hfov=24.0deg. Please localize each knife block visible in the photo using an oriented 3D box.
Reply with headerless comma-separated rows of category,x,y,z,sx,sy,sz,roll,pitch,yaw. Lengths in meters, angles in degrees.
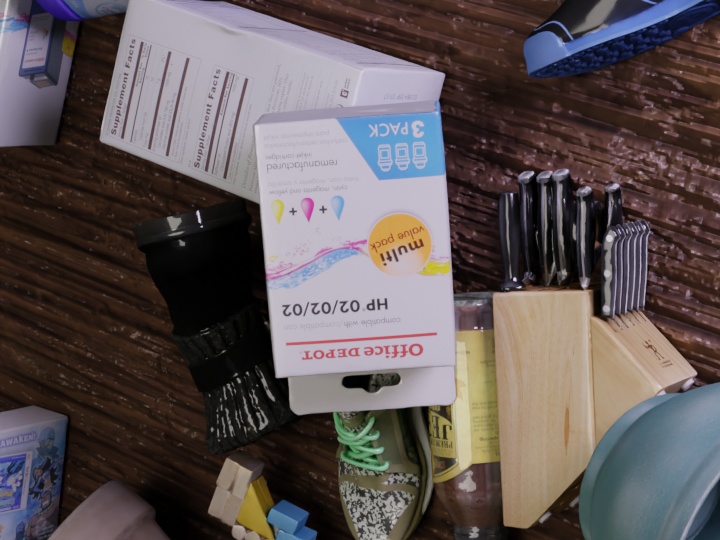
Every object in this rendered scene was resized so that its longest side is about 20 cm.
knife block,0.120,0.042,1.100,0.176,0.064,0.200,48,118,20

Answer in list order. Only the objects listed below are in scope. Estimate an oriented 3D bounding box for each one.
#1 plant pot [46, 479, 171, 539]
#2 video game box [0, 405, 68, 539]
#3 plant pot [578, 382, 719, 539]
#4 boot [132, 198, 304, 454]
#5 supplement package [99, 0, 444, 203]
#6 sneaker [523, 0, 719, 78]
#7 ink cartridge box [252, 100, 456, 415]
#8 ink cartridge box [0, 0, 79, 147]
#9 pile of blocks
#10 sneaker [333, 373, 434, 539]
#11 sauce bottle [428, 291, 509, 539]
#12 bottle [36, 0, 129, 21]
plant pot,-0.174,0.285,1.255,0.173,0.200,0.200,36,114,5
video game box,-0.317,0.209,1.313,0.047,0.200,0.183,16,103,31
plant pot,0.213,0.148,0.993,0.134,0.200,0.201,29,112,55
boot,-0.094,0.042,1.175,0.079,0.211,0.158,-17,80,-4
supplement package,-0.063,-0.113,1.169,0.200,0.114,0.110,22,105,29
sneaker,0.182,-0.187,1.038,0.200,0.070,0.078,-24,78,25
ink cartridge box,0.000,0.000,1.056,0.115,0.068,0.200,-4,102,3
ink cartridge box,-0.298,-0.210,1.324,0.145,0.087,0.200,21,104,29
pile of blocks,-0.046,0.221,1.230,0.082,0.062,0.200,-15,95,20
sneaker,0.001,0.100,1.165,0.077,0.089,0.200,5,98,32
sauce bottle,0.078,0.116,1.133,0.065,0.065,0.200,-2,93,32
bottle,-0.142,-0.230,1.218,0.200,0.084,0.065,-7,66,18
